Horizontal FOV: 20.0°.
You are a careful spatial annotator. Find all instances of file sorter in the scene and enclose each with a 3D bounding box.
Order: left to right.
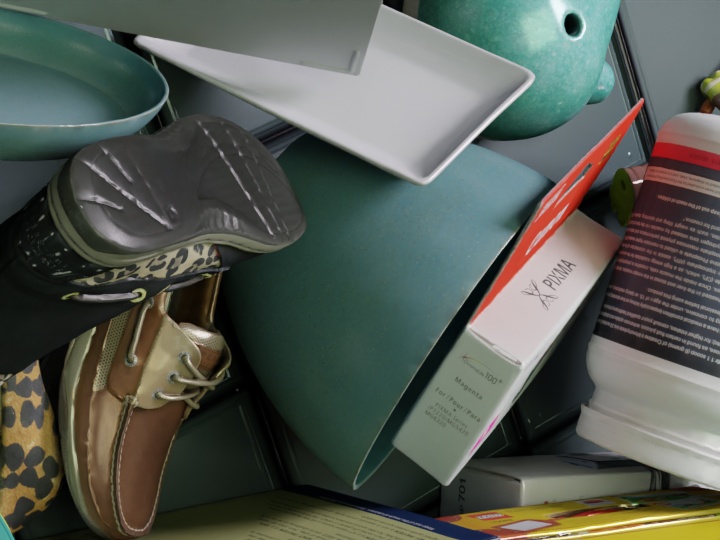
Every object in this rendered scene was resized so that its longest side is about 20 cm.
[{"bbox_3d":[-0.080,-0.198,1.023,0.198,0.139,0.126,11,72,-4],"label":"file sorter"}]

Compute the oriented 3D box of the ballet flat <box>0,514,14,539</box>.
[{"bbox_3d":[-0.226,0.120,1.029,0.067,0.067,0.201,-40,115,-43],"label":"ballet flat"}]

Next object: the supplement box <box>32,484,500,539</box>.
[{"bbox_3d":[-0.058,0.207,1.074,0.198,0.199,0.136,-8,97,-33],"label":"supplement box"}]

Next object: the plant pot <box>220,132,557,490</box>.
[{"bbox_3d":[0.000,0.000,1.124,0.134,0.200,0.201,34,71,8],"label":"plant pot"}]

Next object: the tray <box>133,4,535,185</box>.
[{"bbox_3d":[-0.015,-0.107,1.098,0.107,0.199,0.022,-44,148,-32],"label":"tray"}]

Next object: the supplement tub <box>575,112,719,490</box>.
[{"bbox_3d":[0.215,0.020,1.197,0.140,0.140,0.202,18,92,-32],"label":"supplement tub"}]

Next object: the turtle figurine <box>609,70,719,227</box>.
[{"bbox_3d":[0.251,-0.042,1.312,0.160,0.064,0.201,-19,82,-22],"label":"turtle figurine"}]

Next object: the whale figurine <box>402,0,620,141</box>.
[{"bbox_3d":[0.118,-0.167,1.220,0.200,0.103,0.160,-44,114,-23],"label":"whale figurine"}]

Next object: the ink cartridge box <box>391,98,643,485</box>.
[{"bbox_3d":[0.106,0.008,1.150,0.043,0.174,0.200,36,30,7],"label":"ink cartridge box"}]

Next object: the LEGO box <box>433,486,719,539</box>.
[{"bbox_3d":[0.137,0.211,1.173,0.198,0.077,0.150,-2,94,-31],"label":"LEGO box"}]

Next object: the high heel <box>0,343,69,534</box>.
[{"bbox_3d":[-0.214,0.047,1.033,0.200,0.071,0.144,34,69,-41],"label":"high heel"}]

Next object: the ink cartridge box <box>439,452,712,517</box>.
[{"bbox_3d":[0.152,0.192,1.277,0.199,0.086,0.148,0,93,-33],"label":"ink cartridge box"}]

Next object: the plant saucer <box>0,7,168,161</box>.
[{"bbox_3d":[-0.192,-0.092,0.980,0.199,0.200,0.028,-1,113,-32],"label":"plant saucer"}]

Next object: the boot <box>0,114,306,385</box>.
[{"bbox_3d":[-0.128,-0.005,0.993,0.074,0.153,0.203,61,25,9],"label":"boot"}]

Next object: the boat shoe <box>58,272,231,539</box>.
[{"bbox_3d":[-0.108,0.043,1.071,0.076,0.071,0.202,10,85,-66],"label":"boat shoe"}]
